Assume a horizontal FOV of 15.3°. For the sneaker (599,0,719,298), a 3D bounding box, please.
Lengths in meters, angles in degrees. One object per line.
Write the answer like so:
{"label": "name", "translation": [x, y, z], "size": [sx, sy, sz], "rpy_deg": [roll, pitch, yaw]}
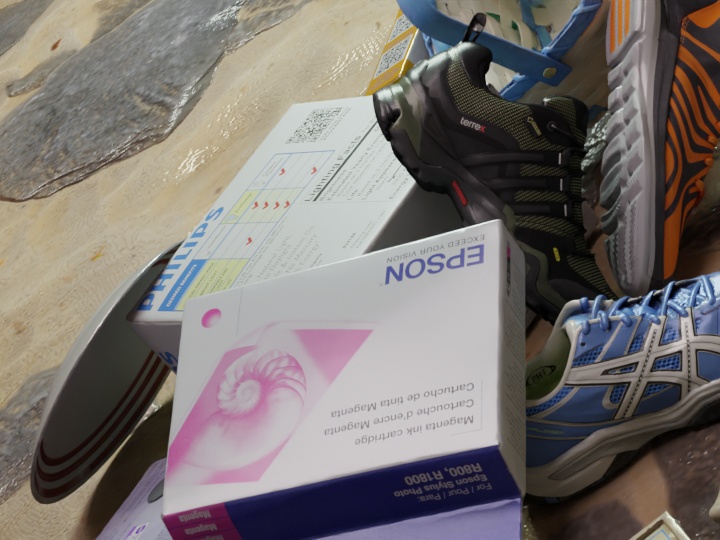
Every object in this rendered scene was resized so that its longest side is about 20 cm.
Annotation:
{"label": "sneaker", "translation": [0.202, -0.076, 1.546], "size": [0.078, 0.112, 0.200], "rpy_deg": [137, 139, -71]}

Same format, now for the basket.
{"label": "basket", "translation": [0.085, -0.177, 1.642], "size": [0.139, 0.200, 0.176], "rpy_deg": [-42, 42, 27]}

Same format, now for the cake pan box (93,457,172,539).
{"label": "cake pan box", "translation": [-0.096, 0.168, 1.534], "size": [0.184, 0.052, 0.200], "rpy_deg": [-25, 22, 43]}

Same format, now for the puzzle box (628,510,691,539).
{"label": "puzzle box", "translation": [0.098, 0.210, 1.277], "size": [0.200, 0.025, 0.133], "rpy_deg": [-39, 25, 1]}

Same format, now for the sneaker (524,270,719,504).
{"label": "sneaker", "translation": [0.151, 0.044, 1.416], "size": [0.200, 0.077, 0.076], "rpy_deg": [-35, 25, 7]}

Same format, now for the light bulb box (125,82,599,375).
{"label": "light bulb box", "translation": [0.000, 0.000, 1.632], "size": [0.200, 0.125, 0.198], "rpy_deg": [-1, 45, 53]}

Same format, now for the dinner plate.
{"label": "dinner plate", "translation": [-0.158, 0.060, 1.716], "size": [0.200, 0.024, 0.200], "rpy_deg": [-56, -11, -17]}

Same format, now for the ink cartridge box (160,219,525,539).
{"label": "ink cartridge box", "translation": [-0.009, 0.082, 1.410], "size": [0.196, 0.043, 0.200], "rpy_deg": [-14, 49, 21]}

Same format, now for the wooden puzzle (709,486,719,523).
{"label": "wooden puzzle", "translation": [0.249, 0.020, 1.302], "size": [0.185, 0.037, 0.200], "rpy_deg": [-18, 49, 48]}

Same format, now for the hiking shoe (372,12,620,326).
{"label": "hiking shoe", "translation": [0.100, -0.047, 1.501], "size": [0.101, 0.200, 0.076], "rpy_deg": [-41, 0, 1]}

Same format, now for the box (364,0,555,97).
{"label": "box", "translation": [0.077, -0.139, 1.759], "size": [0.041, 0.119, 0.200], "rpy_deg": [-32, 25, 39]}
